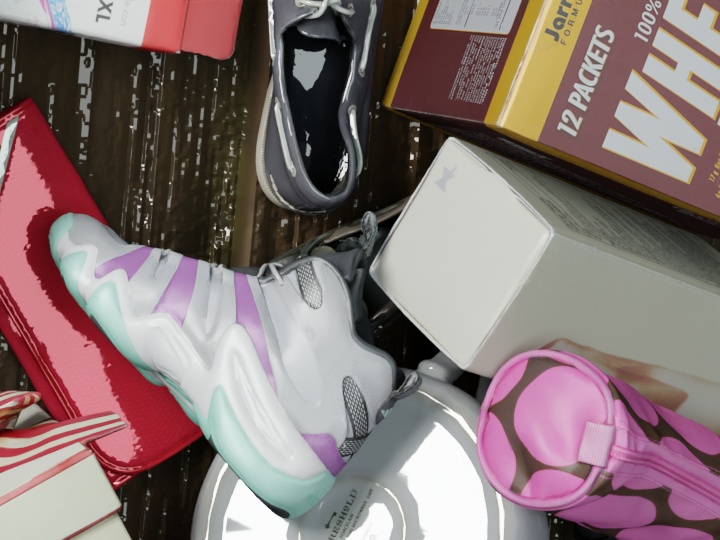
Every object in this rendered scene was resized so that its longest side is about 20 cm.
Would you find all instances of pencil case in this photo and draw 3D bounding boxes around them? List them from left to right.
[{"bbox_3d":[0.149,0.104,1.473,0.200,0.094,0.091,24,95,-43],"label":"pencil case"}]

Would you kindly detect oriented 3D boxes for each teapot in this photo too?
[{"bbox_3d":[0.014,0.147,1.535,0.199,0.146,0.198,-25,68,7],"label":"teapot"}]

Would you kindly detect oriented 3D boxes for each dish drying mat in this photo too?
[{"bbox_3d":[-0.151,0.014,1.534,0.077,0.018,0.201,-32,103,-11],"label":"dish drying mat"}]

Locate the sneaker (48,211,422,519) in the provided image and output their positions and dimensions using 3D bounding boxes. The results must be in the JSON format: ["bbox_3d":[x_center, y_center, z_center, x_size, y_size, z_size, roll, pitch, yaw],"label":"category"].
[{"bbox_3d":[-0.052,0.012,1.485,0.140,0.078,0.200,-44,74,-4],"label":"sneaker"}]

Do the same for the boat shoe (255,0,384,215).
[{"bbox_3d":[-0.015,-0.128,1.535,0.072,0.063,0.201,3,95,-18],"label":"boat shoe"}]

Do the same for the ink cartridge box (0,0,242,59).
[{"bbox_3d":[-0.143,-0.177,1.492,0.199,0.067,0.117,10,93,-17],"label":"ink cartridge box"}]

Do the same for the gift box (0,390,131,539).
[{"bbox_3d":[-0.175,0.170,1.454,0.184,0.200,0.187,-31,102,-16],"label":"gift box"}]

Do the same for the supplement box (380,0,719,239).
[{"bbox_3d":[0.146,-0.105,1.512,0.196,0.200,0.133,21,90,-16],"label":"supplement box"}]

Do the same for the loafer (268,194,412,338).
[{"bbox_3d":[0.000,0.000,1.545,0.199,0.063,0.072,-31,75,-14],"label":"loafer"}]

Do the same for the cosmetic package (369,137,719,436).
[{"bbox_3d":[0.116,0.015,1.522,0.199,0.103,0.087,20,108,-41],"label":"cosmetic package"}]

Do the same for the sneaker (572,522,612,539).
[{"bbox_3d":[0.204,0.104,1.613,0.200,0.077,0.111,-39,114,-2],"label":"sneaker"}]
